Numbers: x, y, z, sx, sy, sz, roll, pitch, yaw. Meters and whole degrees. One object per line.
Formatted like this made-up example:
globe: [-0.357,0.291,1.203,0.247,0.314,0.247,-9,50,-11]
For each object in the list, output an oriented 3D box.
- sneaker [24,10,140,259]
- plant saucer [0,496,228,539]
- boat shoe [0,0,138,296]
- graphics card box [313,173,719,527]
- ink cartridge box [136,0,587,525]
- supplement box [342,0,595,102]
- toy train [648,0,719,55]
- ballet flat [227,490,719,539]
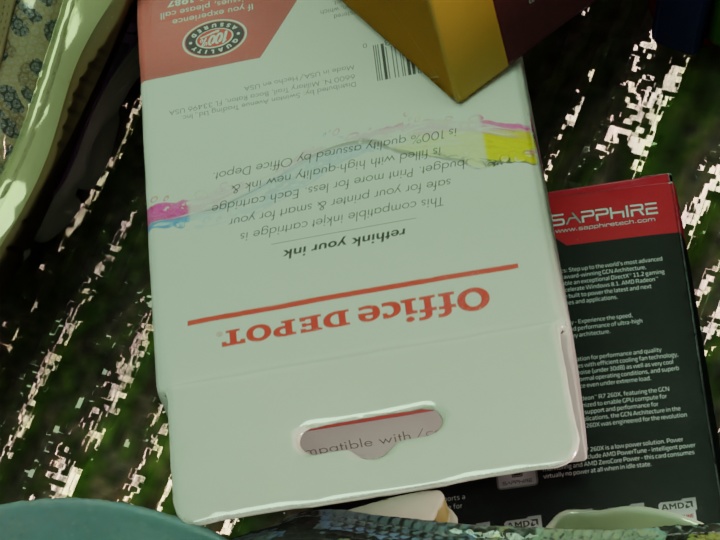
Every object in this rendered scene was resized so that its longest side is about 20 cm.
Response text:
sneaker: [-0.114,-0.083,0.882,0.081,0.083,0.200,31,76,22]
plant saucer: [-0.083,0.164,0.763,0.201,0.039,0.201,9,58,-14]
boat shoe: [-0.118,-0.056,0.817,0.063,0.073,0.200,24,83,-4]
graphics card box: [0.049,0.073,0.785,0.125,0.051,0.200,-8,58,4]
ink cartridge box: [0.000,0.000,0.763,0.116,0.068,0.200,-10,50,4]
supplement box: [0.047,-0.197,0.732,0.200,0.197,0.133,-37,55,-12]
toy train: [0.178,-0.152,0.858,0.116,0.085,0.200,21,72,9]
ballet flat: [0.037,0.093,0.718,0.200,0.074,0.074,5,67,11]
